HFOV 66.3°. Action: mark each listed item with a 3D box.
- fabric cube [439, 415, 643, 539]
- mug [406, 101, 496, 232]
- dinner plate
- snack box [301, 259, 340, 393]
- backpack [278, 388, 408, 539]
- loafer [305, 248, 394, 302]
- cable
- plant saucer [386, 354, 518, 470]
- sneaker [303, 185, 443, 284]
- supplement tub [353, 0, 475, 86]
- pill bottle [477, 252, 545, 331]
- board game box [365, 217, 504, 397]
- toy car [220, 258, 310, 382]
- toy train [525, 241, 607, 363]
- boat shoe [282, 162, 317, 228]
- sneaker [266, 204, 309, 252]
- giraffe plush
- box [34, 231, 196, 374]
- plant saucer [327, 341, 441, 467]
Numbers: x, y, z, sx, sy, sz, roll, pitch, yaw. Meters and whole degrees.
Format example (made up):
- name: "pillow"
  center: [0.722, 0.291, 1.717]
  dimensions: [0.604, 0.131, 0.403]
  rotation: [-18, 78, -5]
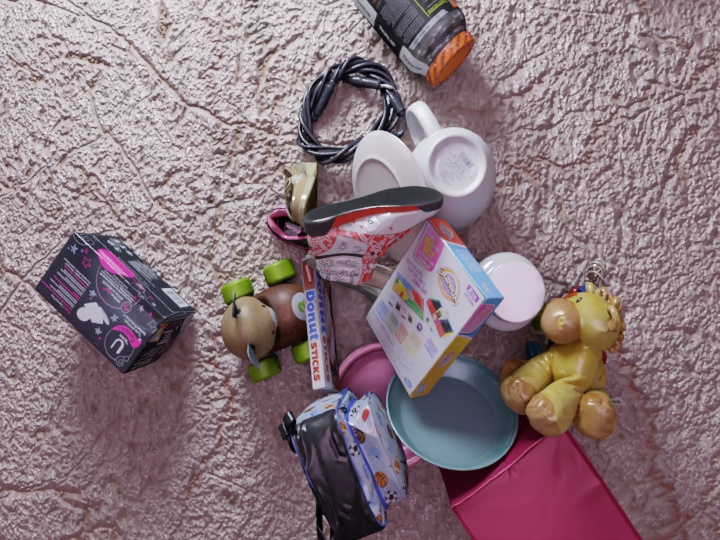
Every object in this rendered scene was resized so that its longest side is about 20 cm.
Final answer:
- name: "fabric cube"
  center: [0.248, 0.341, 0.816]
  dimensions: [0.197, 0.199, 0.199]
  rotation: [-35, 87, 1]
- name: "mug"
  center: [0.126, -0.165, 0.855]
  dimensions: [0.144, 0.175, 0.205]
  rotation: [-28, 86, 1]
- name: "dinner plate"
  center: [0.037, -0.110, 0.855]
  dimensions: [0.024, 0.199, 0.206]
  rotation: [-22, 85, -28]
- name: "snack box"
  center: [-0.063, 0.088, 0.880]
  dimensions: [0.023, 0.072, 0.207]
  rotation: [-12, 71, 15]
- name: "backpack"
  center: [-0.016, 0.259, 0.789]
  dimensions: [0.149, 0.190, 0.207]
  rotation: [-19, 92, -2]
- name: "loafer"
  center: [0.000, 0.000, 0.886]
  dimensions: [0.197, 0.071, 0.065]
  rotation: [30, 72, -28]
- name: "cable"
  center: [-0.026, -0.268, 0.930]
  dimensions: [0.194, 0.051, 0.168]
  rotation: [-23, 86, 3]
- name: "plant saucer"
  center: [0.132, 0.209, 0.813]
  dimensions: [0.192, 0.203, 0.037]
  rotation: [7, 131, 3]
- name: "sneaker"
  center: [0.024, -0.046, 0.779]
  dimensions: [0.194, 0.068, 0.111]
  rotation: [-11, 119, 2]
- name: "supplement tub"
  center: [0.088, -0.410, 0.894]
  dimensions: [0.122, 0.123, 0.202]
  rotation: [-39, 86, 1]
- name: "pill bottle"
  center: [0.211, 0.032, 0.830]
  dimensions: [0.107, 0.200, 0.116]
  rotation: [0, 88, 3]
- name: "board game box"
  center: [0.096, 0.055, 0.790]
  dimensions: [0.203, 0.039, 0.155]
  rotation: [-58, 48, 33]
- name: "toy car"
  center: [-0.151, 0.081, 0.847]
  dimensions: [0.153, 0.200, 0.169]
  rotation: [-22, 87, 2]
- name: "toy train"
  center: [0.311, 0.058, 0.844]
  dimensions: [0.111, 0.085, 0.207]
  rotation: [-9, 114, -3]
- name: "boat shoe"
  center: [-0.098, -0.122, 0.858]
  dimensions: [0.061, 0.203, 0.076]
  rotation: [2, 119, -4]
- name: "sneaker"
  center: [-0.069, -0.055, 0.902]
  dimensions: [0.193, 0.095, 0.082]
  rotation: [17, 87, 2]
- name: "giraffe plush"
  center: [0.290, 0.107, 0.738]
  dimensions: [0.193, 0.172, 0.168]
  rotation: [-2, 109, -22]
- name: "box"
  center: [-0.392, 0.050, 0.896]
  dimensions: [0.199, 0.132, 0.115]
  rotation: [42, 94, 4]
- name: "plant saucer"
  center: [0.043, 0.219, 0.907]
  dimensions: [0.192, 0.051, 0.209]
  rotation: [0, 88, 4]
